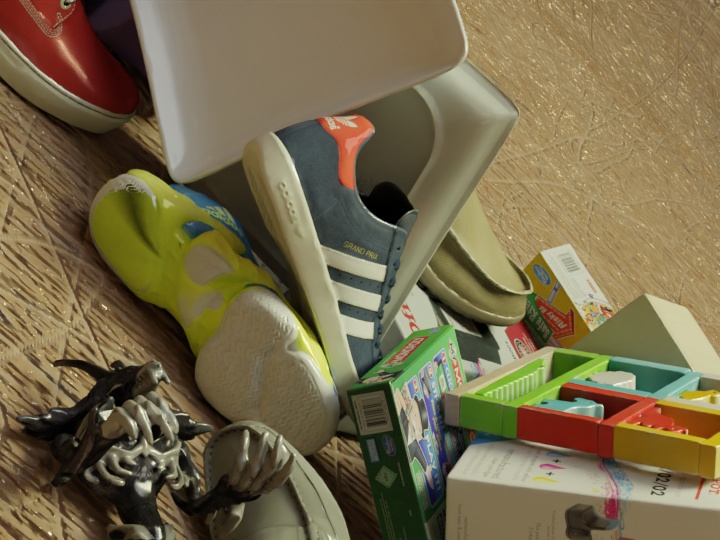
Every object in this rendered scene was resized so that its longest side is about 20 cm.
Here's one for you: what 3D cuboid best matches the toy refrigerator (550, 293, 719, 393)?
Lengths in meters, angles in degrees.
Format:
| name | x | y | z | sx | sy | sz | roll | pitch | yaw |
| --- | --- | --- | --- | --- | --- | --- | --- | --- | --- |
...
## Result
| name | x | y | z | sx | sy | sz | roll | pitch | yaw |
| --- | --- | --- | --- | --- | --- | --- | --- | --- | --- |
| toy refrigerator | 0.132 | 0.099 | 1.322 | 0.076 | 0.200 | 0.070 | 15 | 41 | -58 |

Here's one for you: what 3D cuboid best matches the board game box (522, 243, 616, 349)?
| name | x | y | z | sx | sy | sz | roll | pitch | yaw |
| --- | --- | --- | --- | --- | --- | --- | --- | --- | --- |
| board game box | 0.154 | 0.102 | 1.452 | 0.034 | 0.135 | 0.200 | -14 | 64 | -41 |

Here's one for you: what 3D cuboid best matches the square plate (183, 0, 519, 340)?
| name | x | y | z | sx | sy | sz | roll | pitch | yaw |
| --- | --- | --- | --- | --- | --- | --- | --- | --- | --- |
| square plate | -0.021 | -0.078 | 1.263 | 0.198 | 0.200 | 0.028 | 45 | 30 | 26 |

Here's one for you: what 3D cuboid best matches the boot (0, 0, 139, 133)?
| name | x | y | z | sx | sy | sz | roll | pitch | yaw |
| --- | --- | --- | --- | --- | --- | --- | --- | --- | --- |
| boot | -0.178 | -0.188 | 1.247 | 0.200 | 0.144 | 0.073 | 45 | 20 | -19 |

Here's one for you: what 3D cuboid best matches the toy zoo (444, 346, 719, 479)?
| name | x | y | z | sx | sy | sz | roll | pitch | yaw |
| --- | --- | --- | --- | --- | --- | --- | --- | --- | --- |
| toy zoo | 0.166 | 0.081 | 1.185 | 0.131 | 0.199 | 0.021 | -19 | 114 | -55 |

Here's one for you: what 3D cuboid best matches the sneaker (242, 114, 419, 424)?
| name | x | y | z | sx | sy | sz | roll | pitch | yaw |
| --- | --- | --- | --- | --- | --- | --- | --- | --- | --- |
| sneaker | 0.000 | 0.000 | 1.203 | 0.075 | 0.084 | 0.201 | 49 | -21 | 55 |

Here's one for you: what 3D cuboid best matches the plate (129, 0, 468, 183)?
| name | x | y | z | sx | sy | sz | roll | pitch | yaw |
| --- | --- | --- | --- | --- | --- | --- | --- | --- | --- |
| plate | -0.043 | -0.170 | 1.231 | 0.032 | 0.199 | 0.201 | 31 | 41 | -62 |

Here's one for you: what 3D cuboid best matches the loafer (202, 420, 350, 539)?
| name | x | y | z | sx | sy | sz | roll | pitch | yaw |
| --- | --- | --- | --- | --- | --- | --- | --- | --- | --- |
| loafer | -0.038 | 0.162 | 1.060 | 0.070 | 0.070 | 0.201 | 32 | 27 | -57 |

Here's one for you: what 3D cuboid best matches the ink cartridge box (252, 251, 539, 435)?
| name | x | y | z | sx | sy | sz | roll | pitch | yaw |
| --- | --- | --- | --- | --- | --- | --- | --- | --- | --- |
| ink cartridge box | 0.030 | 0.039 | 1.380 | 0.200 | 0.083 | 0.146 | 18 | 38 | -55 |

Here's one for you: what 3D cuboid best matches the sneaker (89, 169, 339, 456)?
| name | x | y | z | sx | sy | sz | roll | pitch | yaw |
| --- | --- | --- | --- | --- | --- | --- | --- | --- | --- |
| sneaker | -0.071 | 0.017 | 1.223 | 0.200 | 0.076 | 0.105 | 52 | 21 | 5 |

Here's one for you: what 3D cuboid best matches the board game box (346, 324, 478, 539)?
| name | x | y | z | sx | sy | sz | roll | pitch | yaw |
| --- | --- | --- | --- | --- | --- | --- | --- | --- | --- |
| board game box | 0.047 | 0.145 | 1.197 | 0.135 | 0.029 | 0.201 | -36 | 113 | -70 |

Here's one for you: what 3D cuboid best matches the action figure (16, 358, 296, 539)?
| name | x | y | z | sx | sy | sz | roll | pitch | yaw |
| --- | --- | --- | --- | --- | --- | --- | --- | --- | --- |
| action figure | -0.091 | 0.105 | 1.006 | 0.119 | 0.102 | 0.201 | 10 | 46 | -43 |

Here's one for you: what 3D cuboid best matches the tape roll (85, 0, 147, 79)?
| name | x | y | z | sx | sy | sz | roll | pitch | yaw |
| --- | --- | --- | --- | --- | --- | --- | --- | --- | --- |
| tape roll | -0.089 | -0.212 | 1.388 | 0.085 | 0.200 | 0.200 | 41 | 23 | -24 |

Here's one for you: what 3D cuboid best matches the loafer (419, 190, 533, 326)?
| name | x | y | z | sx | sy | sz | roll | pitch | yaw |
| --- | --- | --- | --- | --- | --- | --- | --- | --- | --- |
| loafer | 0.047 | -0.045 | 1.340 | 0.200 | 0.067 | 0.076 | 44 | 21 | -15 |

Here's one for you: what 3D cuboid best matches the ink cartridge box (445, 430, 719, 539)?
| name | x | y | z | sx | sy | sz | roll | pitch | yaw |
| --- | --- | --- | --- | --- | --- | --- | --- | --- | --- |
| ink cartridge box | 0.157 | 0.136 | 1.152 | 0.115 | 0.199 | 0.068 | -44 | 137 | -67 |
